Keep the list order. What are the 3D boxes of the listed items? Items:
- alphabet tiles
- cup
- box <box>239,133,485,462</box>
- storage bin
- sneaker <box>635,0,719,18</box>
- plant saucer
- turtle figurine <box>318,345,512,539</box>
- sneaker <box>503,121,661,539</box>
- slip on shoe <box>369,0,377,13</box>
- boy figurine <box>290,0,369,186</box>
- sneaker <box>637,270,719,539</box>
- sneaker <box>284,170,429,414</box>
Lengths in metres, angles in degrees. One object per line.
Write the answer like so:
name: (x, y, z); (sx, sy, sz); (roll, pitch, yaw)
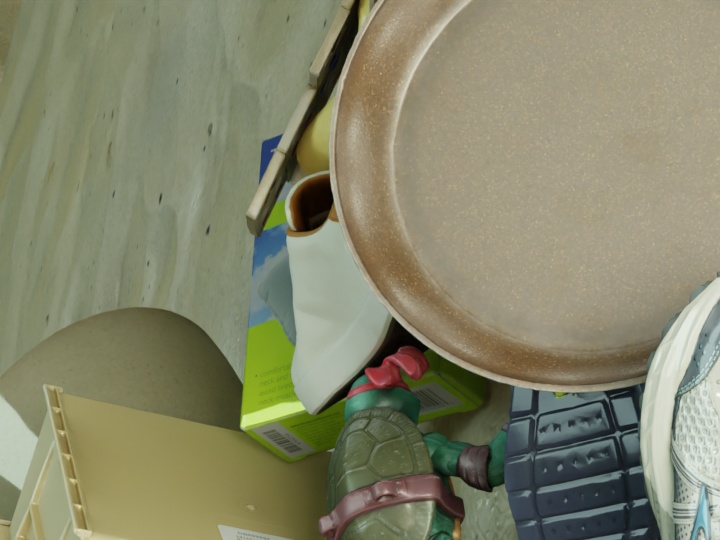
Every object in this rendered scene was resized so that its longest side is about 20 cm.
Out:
alphabet tiles: (-0.008, -0.110, 1.278); (0.167, 0.008, 0.200); (110, -175, -86)
cup: (-0.126, 0.143, 1.621); (0.143, 0.200, 0.200); (41, 121, 41)
box: (0.005, -0.011, 1.394); (0.122, 0.048, 0.200); (-18, 53, 30)
storage bin: (-0.066, 0.154, 1.339); (0.199, 0.200, 0.094); (-117, 44, -65)
sneaker: (0.121, -0.124, 1.154); (0.200, 0.115, 0.076); (24, 74, 44)
plant saucer: (0.088, -0.049, 1.042); (0.032, 0.200, 0.200); (38, -120, -68)
turtle figurine: (0.029, 0.114, 1.206); (0.150, 0.101, 0.200); (-44, 44, 46)
sneaker: (0.103, 0.040, 1.090); (0.074, 0.082, 0.200); (-8, 82, 39)
slip on shoe: (0.064, -0.071, 1.155); (0.076, 0.200, 0.061); (-22, 23, 21)
boy figurine: (0.027, -0.060, 1.246); (0.200, 0.124, 0.064); (78, -171, -45)
sneaker: (0.142, 0.095, 0.931); (0.086, 0.078, 0.200); (25, 110, 62)
sneaker: (0.000, 0.000, 1.237); (0.085, 0.073, 0.200); (56, 155, 12)
